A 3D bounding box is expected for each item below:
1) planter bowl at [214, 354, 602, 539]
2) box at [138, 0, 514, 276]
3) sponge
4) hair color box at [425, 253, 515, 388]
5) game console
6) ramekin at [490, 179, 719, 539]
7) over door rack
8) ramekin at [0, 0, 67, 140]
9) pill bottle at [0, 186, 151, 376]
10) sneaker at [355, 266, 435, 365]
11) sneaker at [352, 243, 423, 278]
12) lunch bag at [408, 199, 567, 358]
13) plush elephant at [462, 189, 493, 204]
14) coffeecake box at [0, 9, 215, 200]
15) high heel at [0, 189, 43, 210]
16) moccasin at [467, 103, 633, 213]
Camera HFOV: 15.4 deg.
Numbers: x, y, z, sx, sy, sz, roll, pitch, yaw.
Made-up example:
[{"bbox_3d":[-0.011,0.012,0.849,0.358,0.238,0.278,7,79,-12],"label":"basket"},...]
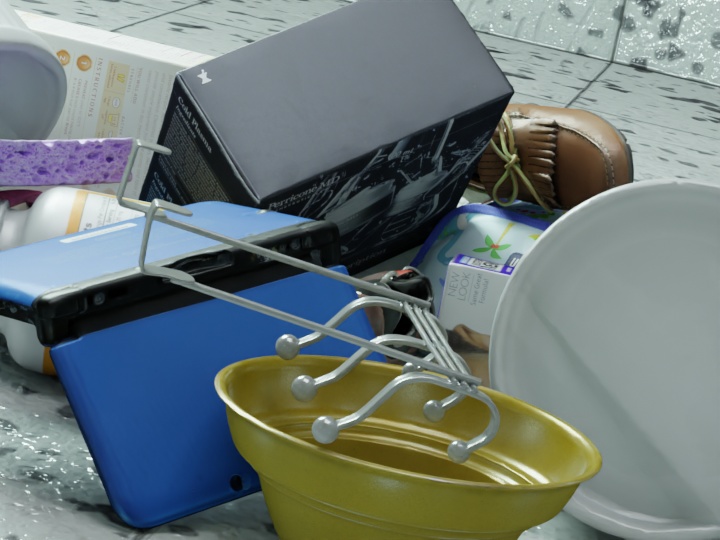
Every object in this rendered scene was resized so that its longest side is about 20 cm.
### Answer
[{"bbox_3d":[0.016,0.112,1.347,0.199,0.084,0.200,12,12,-2],"label":"planter bowl"},{"bbox_3d":[-0.028,-0.071,1.711,0.199,0.182,0.104,-25,69,-25],"label":"box"},{"bbox_3d":[-0.244,-0.067,1.654,0.111,0.030,0.199,-5,5,-44],"label":"sponge"},{"bbox_3d":[0.140,0.066,1.599,0.198,0.110,0.065,13,6,7],"label":"hair color box"},{"bbox_3d":[-0.101,0.045,1.443,0.199,0.119,0.170,-15,17,-38],"label":"game console"},{"bbox_3d":[0.174,0.050,1.506,0.201,0.204,0.094,13,0,4],"label":"ramekin"},{"bbox_3d":[-0.036,0.022,1.307,0.199,0.067,0.148,30,8,-16],"label":"over door rack"},{"bbox_3d":[-0.304,-0.120,1.776,0.202,0.202,0.095,-2,54,-48],"label":"ramekin"},{"bbox_3d":[-0.146,0.012,1.578,0.198,0.112,0.111,11,12,-3],"label":"pill bottle"},{"bbox_3d":[0.017,0.038,1.600,0.077,0.082,0.200,57,9,4],"label":"sneaker"},{"bbox_3d":[0.000,0.000,1.831,0.199,0.088,0.074,3,16,-32],"label":"sneaker"},{"bbox_3d":[0.128,0.028,1.764,0.169,0.128,0.199,17,26,34],"label":"lunch bag"},{"bbox_3d":[0.132,-0.046,1.993,0.199,0.156,0.165,15,13,12],"label":"plush elephant"},{"bbox_3d":[-0.190,-0.090,1.895,0.199,0.155,0.073,14,13,8],"label":"coffeecake box"},{"bbox_3d":[-0.273,-0.025,1.776,0.095,0.068,0.199,-5,8,43],"label":"high heel"},{"bbox_3d":[0.100,-0.080,1.772,0.077,0.074,0.201,-16,28,-38],"label":"moccasin"}]
